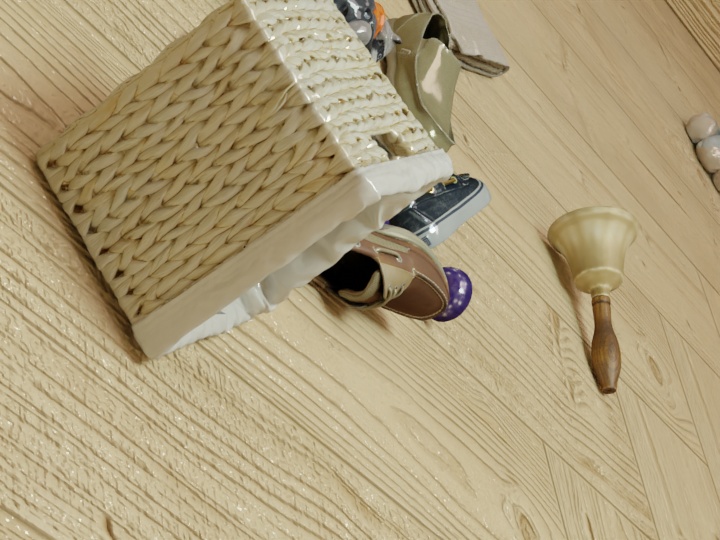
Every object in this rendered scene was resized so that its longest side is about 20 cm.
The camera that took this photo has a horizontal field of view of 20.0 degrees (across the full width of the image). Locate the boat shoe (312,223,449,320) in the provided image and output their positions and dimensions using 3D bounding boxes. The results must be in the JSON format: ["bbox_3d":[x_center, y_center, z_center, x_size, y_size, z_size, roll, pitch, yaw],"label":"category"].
[{"bbox_3d":[0.000,0.000,1.637,0.199,0.075,0.072,30,38,-39],"label":"boat shoe"}]

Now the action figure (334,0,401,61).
[{"bbox_3d":[-0.034,-0.211,1.790,0.193,0.105,0.201,12,42,-48],"label":"action figure"}]

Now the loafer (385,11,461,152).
[{"bbox_3d":[0.067,-0.197,2.071,0.076,0.068,0.201,41,27,-43],"label":"loafer"}]

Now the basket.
[{"bbox_3d":[-0.076,-0.067,1.358,0.162,0.199,0.198,55,19,4],"label":"basket"}]

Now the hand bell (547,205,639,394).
[{"bbox_3d":[0.264,0.041,2.233,0.104,0.103,0.202,38,41,-47],"label":"hand bell"}]

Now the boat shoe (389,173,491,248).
[{"bbox_3d":[0.062,-0.079,1.887,0.091,0.070,0.200,62,21,-6],"label":"boat shoe"}]

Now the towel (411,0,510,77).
[{"bbox_3d":[0.110,-0.296,2.370,0.133,0.034,0.200,65,20,11],"label":"towel"}]

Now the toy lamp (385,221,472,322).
[{"bbox_3d":[0.027,-0.015,1.740,0.200,0.058,0.059,39,28,-50],"label":"toy lamp"}]

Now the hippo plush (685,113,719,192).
[{"bbox_3d":[0.659,-0.210,3.418,0.200,0.160,0.160,21,42,-60],"label":"hippo plush"}]
